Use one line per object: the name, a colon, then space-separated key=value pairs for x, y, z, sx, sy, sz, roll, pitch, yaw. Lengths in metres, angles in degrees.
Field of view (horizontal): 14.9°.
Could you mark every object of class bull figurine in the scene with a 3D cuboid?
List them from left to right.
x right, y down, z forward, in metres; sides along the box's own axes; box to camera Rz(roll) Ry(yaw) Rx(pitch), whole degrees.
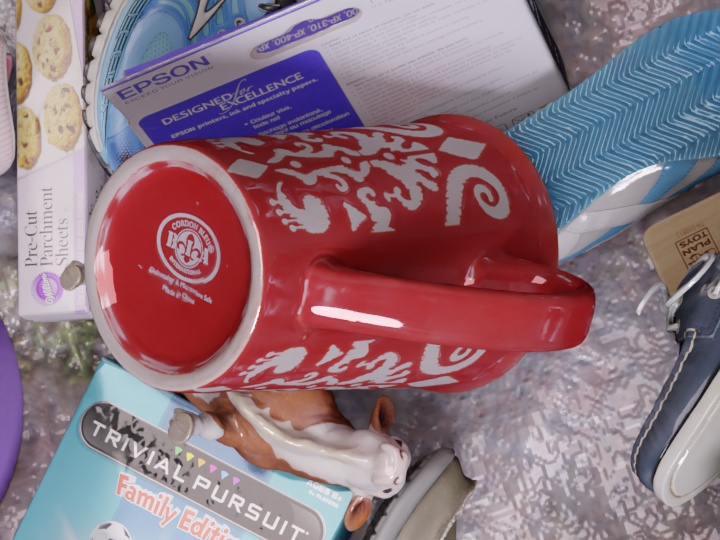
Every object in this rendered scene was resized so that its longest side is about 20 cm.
bull figurine: x=-0.059 y=0.048 z=1.346 sx=0.065 sy=0.121 sz=0.200 roll=-53 pitch=51 yaw=10

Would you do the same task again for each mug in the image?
mug: x=-0.004 y=-0.011 z=1.246 sx=0.177 sy=0.199 sz=0.134 roll=-17 pitch=80 yaw=39

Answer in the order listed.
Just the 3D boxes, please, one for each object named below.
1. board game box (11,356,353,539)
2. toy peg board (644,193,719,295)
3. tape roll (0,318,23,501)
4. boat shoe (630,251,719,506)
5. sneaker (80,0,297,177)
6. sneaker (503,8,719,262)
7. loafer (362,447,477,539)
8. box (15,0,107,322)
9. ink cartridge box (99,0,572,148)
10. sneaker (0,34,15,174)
board game box: x=-0.106 y=0.167 z=1.396 sx=0.150 sy=0.047 sz=0.201 roll=26 pitch=89 yaw=12
toy peg board: x=0.270 y=0.038 z=1.325 sx=0.199 sy=0.098 sz=0.200 roll=-25 pitch=65 yaw=6
tape roll: x=-0.279 y=0.073 z=1.429 sx=0.199 sy=0.066 sz=0.202 roll=-1 pitch=84 yaw=10
boat shoe: x=0.172 y=0.013 z=1.260 sx=0.062 sy=0.075 sz=0.201 roll=27 pitch=78 yaw=22
sneaker: x=-0.075 y=-0.132 z=1.409 sx=0.090 sy=0.078 sz=0.201 roll=26 pitch=89 yaw=9
sneaker: x=0.139 y=-0.066 z=1.360 sx=0.199 sy=0.081 sz=0.077 roll=-26 pitch=79 yaw=6
loafer: x=0.018 y=0.185 z=1.365 sx=0.069 sy=0.075 sz=0.201 roll=22 pitch=92 yaw=0
box: x=-0.155 y=-0.075 z=1.436 sx=0.041 sy=0.039 sz=0.202 roll=-2 pitch=83 yaw=11
ink cartridge box: x=-0.009 y=-0.096 z=1.330 sx=0.197 sy=0.200 sz=0.044 roll=-21 pitch=65 yaw=7
sneaker: x=-0.245 y=-0.115 z=1.446 sx=0.104 sy=0.076 sz=0.201 roll=-18 pitch=58 yaw=-23
